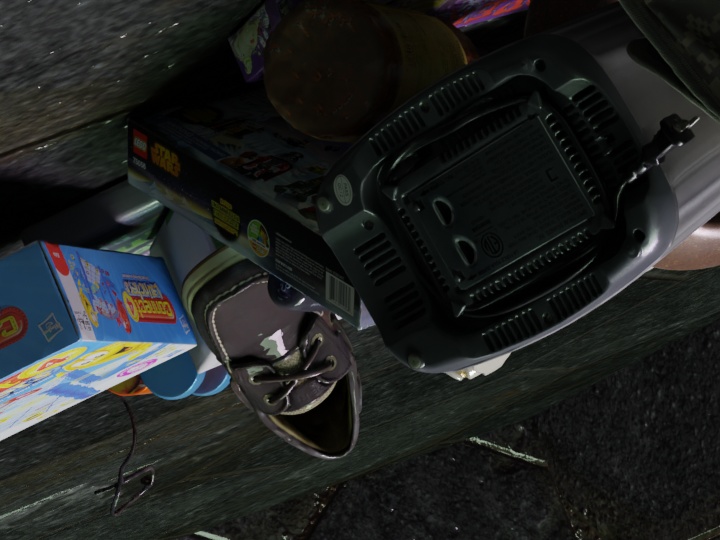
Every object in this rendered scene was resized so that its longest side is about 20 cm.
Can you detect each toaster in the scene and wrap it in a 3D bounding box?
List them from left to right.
[{"bbox_3d":[0.087,-0.045,1.104,0.200,0.114,0.129,-33,179,40],"label":"toaster"}]

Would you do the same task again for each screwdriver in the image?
[{"bbox_3d":[0.000,0.000,1.336,0.029,0.028,0.200,-65,163,16],"label":"screwdriver"}]

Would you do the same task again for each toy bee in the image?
[{"bbox_3d":[-0.141,0.046,1.725,0.200,0.109,0.131,-47,165,-7],"label":"toy bee"}]

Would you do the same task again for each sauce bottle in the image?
[{"bbox_3d":[0.020,-0.088,1.199,0.066,0.066,0.200,-26,170,21],"label":"sauce bottle"}]

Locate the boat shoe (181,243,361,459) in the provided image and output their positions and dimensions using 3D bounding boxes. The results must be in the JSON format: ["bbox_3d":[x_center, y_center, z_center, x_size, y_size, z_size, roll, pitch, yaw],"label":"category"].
[{"bbox_3d":[-0.035,0.042,1.348,0.073,0.065,0.200,-30,154,4],"label":"boat shoe"}]

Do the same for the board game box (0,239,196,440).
[{"bbox_3d":[-0.210,0.054,1.383,0.199,0.056,0.196,-26,172,12],"label":"board game box"}]

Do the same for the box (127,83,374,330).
[{"bbox_3d":[-0.006,-0.041,1.280,0.136,0.040,0.200,-17,-148,-34],"label":"box"}]

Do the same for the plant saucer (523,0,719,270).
[{"bbox_3d":[0.167,-0.099,1.233,0.199,0.202,0.034,-18,-166,-27],"label":"plant saucer"}]

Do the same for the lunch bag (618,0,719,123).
[{"bbox_3d":[0.173,-0.136,1.034,0.117,0.201,0.164,-31,169,39],"label":"lunch bag"}]

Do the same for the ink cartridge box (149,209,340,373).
[{"bbox_3d":[-0.006,-0.028,1.460,0.199,0.085,0.146,-20,170,-17],"label":"ink cartridge box"}]

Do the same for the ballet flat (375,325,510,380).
[{"bbox_3d":[0.049,0.027,1.366,0.070,0.066,0.200,-30,178,-3],"label":"ballet flat"}]

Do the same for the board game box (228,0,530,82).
[{"bbox_3d":[0.046,-0.144,1.241,0.199,0.032,0.120,-18,174,-31],"label":"board game box"}]

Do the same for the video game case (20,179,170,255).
[{"bbox_3d":[-0.080,-0.046,1.510,0.199,0.023,0.182,-24,171,9],"label":"video game case"}]
